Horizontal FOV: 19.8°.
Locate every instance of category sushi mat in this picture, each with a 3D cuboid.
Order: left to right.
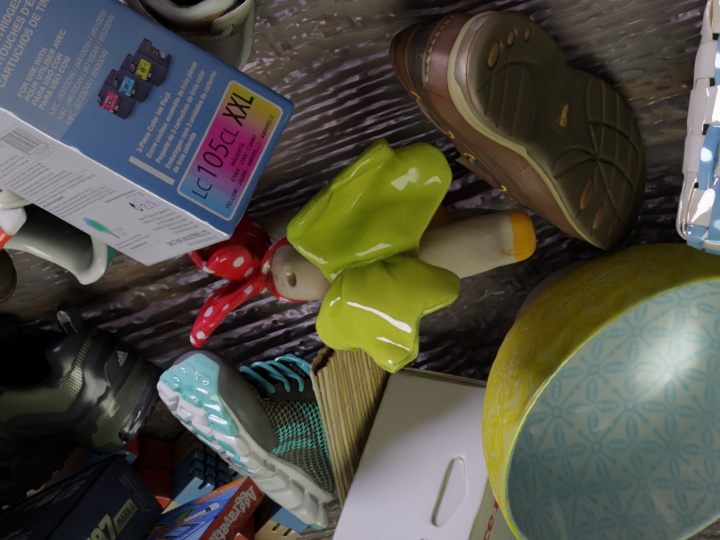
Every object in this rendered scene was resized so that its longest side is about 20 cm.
[{"bbox_3d":[0.006,0.082,1.225,0.012,0.096,0.200,17,146,20],"label":"sushi mat"}]

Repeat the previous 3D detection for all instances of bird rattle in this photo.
[{"bbox_3d":[0.000,0.000,1.090,0.163,0.113,0.200,-10,177,-32],"label":"bird rattle"}]

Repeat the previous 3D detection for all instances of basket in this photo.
[{"bbox_3d":[0.256,-0.067,0.977,0.199,0.177,0.139,10,-177,14],"label":"basket"}]

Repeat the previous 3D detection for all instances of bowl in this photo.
[{"bbox_3d":[0.143,0.056,1.153,0.200,0.108,0.201,-16,131,-19],"label":"bowl"}]

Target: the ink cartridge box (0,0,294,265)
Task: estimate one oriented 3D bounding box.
[{"bbox_3d":[-0.149,-0.085,0.954,0.200,0.077,0.136,28,165,-18],"label":"ink cartridge box"}]

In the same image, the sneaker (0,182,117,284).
[{"bbox_3d":[-0.199,-0.058,1.032,0.199,0.094,0.070,27,133,-32],"label":"sneaker"}]

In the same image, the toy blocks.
[{"bbox_3d":[-0.117,0.158,1.321,0.200,0.100,0.137,28,121,-24],"label":"toy blocks"}]

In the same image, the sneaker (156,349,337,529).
[{"bbox_3d":[-0.050,0.077,1.210,0.077,0.091,0.200,33,171,28],"label":"sneaker"}]

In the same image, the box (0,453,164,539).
[{"bbox_3d":[-0.226,0.198,1.202,0.200,0.158,0.051,-28,106,37],"label":"box"}]

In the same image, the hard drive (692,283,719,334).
[{"bbox_3d":[0.275,-0.028,1.143,0.131,0.027,0.200,5,142,-8],"label":"hard drive"}]

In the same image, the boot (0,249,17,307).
[{"bbox_3d":[-0.261,-0.038,1.071,0.199,0.075,0.097,20,140,-22],"label":"boot"}]

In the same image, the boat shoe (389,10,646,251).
[{"bbox_3d":[0.085,-0.074,1.055,0.067,0.072,0.200,13,164,38],"label":"boat shoe"}]

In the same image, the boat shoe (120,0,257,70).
[{"bbox_3d":[-0.084,-0.138,0.955,0.074,0.069,0.200,-4,143,-1],"label":"boat shoe"}]

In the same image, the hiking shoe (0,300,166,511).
[{"bbox_3d":[-0.207,0.075,1.233,0.200,0.076,0.101,-28,113,35],"label":"hiking shoe"}]

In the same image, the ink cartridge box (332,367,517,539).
[{"bbox_3d":[0.058,0.169,1.256,0.087,0.146,0.200,10,155,20],"label":"ink cartridge box"}]

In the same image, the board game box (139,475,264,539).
[{"bbox_3d":[-0.148,0.184,1.195,0.200,0.103,0.019,-28,107,39],"label":"board game box"}]
